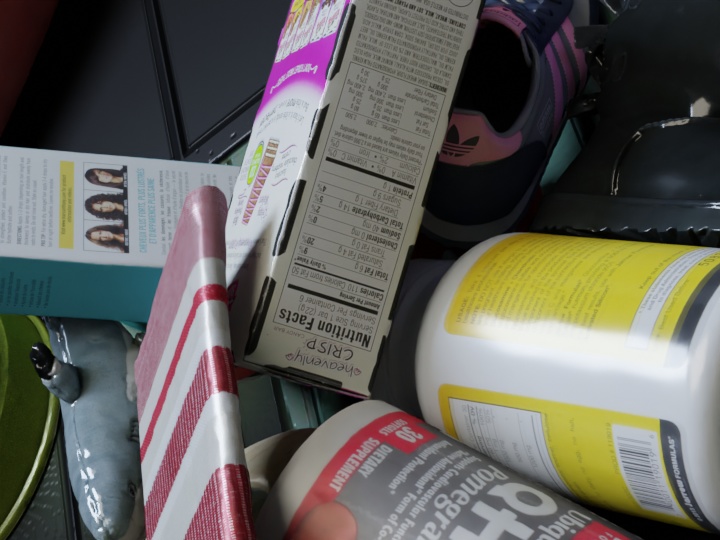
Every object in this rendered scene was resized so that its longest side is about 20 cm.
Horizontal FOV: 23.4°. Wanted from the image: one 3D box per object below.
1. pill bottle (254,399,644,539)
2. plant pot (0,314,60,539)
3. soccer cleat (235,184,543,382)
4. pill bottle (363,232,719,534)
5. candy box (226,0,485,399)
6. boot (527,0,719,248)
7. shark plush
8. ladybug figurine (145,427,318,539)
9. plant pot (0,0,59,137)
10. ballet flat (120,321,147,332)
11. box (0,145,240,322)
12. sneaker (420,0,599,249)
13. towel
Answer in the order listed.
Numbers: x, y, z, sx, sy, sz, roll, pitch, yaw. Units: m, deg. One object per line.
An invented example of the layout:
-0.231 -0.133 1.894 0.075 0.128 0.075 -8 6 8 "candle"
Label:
0.060 0.140 0.675 0.200 0.111 0.111 27 85 24 "pill bottle"
-0.319 0.074 1.042 0.200 0.193 0.200 -23 52 32 "plant pot"
0.000 0.000 0.883 0.200 0.085 0.069 -28 80 5 "soccer cleat"
0.095 0.042 0.731 0.200 0.112 0.112 7 71 45 "pill bottle"
-0.011 -0.049 0.774 0.136 0.061 0.200 -177 105 -75 "candy box"
0.173 -0.070 0.763 0.198 0.073 0.163 7 65 43 "boot"
-0.141 0.053 0.935 0.091 0.083 0.200 -23 72 28 "shark plush"
-0.047 0.160 0.823 0.200 0.072 0.136 -44 44 14 "ladybug figurine"
-0.314 -0.154 1.191 0.200 0.200 0.177 4 80 44 "plant pot"
-0.158 -0.006 1.046 0.200 0.067 0.067 11 53 43 "ballet flat"
-0.146 -0.018 0.935 0.049 0.200 0.082 108 161 -46 "box"
0.075 -0.106 0.832 0.070 0.082 0.200 10 51 11 "sneaker"
-0.066 0.086 0.713 0.144 0.023 0.200 115 152 -53 "towel"
